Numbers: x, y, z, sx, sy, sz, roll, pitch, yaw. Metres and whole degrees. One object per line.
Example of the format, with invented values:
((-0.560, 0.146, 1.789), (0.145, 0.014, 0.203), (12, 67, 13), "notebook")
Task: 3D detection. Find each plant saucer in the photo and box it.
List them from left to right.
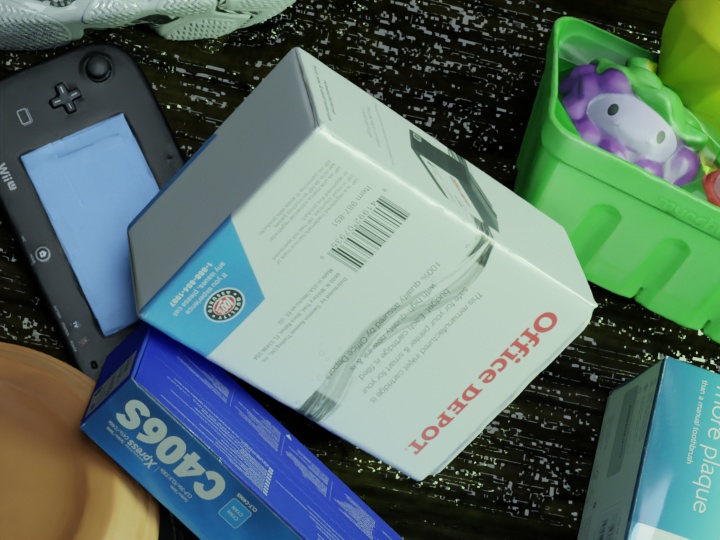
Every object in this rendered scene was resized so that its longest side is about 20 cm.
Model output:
((-0.202, 0.118, 1.426), (0.199, 0.038, 0.201), (2, 58, -4), "plant saucer")

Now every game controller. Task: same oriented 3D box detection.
((-0.135, -0.024, 1.523), (0.104, 0.042, 0.201), (-23, 82, -23), "game controller")

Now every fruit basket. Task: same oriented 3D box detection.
((0.200, -0.084, 1.558), (0.215, 0.216, 0.156), (25, 32, -10), "fruit basket")

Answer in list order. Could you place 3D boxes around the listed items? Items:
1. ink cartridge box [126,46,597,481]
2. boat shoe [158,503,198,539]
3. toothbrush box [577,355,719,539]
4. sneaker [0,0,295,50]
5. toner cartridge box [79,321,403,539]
((0.000, 0.000, 1.467), (0.200, 0.145, 0.084), (32, 24, -29), "ink cartridge box")
((-0.106, 0.173, 1.462), (0.072, 0.063, 0.201), (-9, 77, -20), "boat shoe")
((0.229, 0.154, 1.567), (0.199, 0.085, 0.147), (20, 69, -13), "toothbrush box")
((-0.130, -0.189, 1.555), (0.199, 0.075, 0.115), (-7, 79, -16), "sneaker")
((-0.055, 0.117, 1.461), (0.043, 0.095, 0.200), (-42, 102, 19), "toner cartridge box")
